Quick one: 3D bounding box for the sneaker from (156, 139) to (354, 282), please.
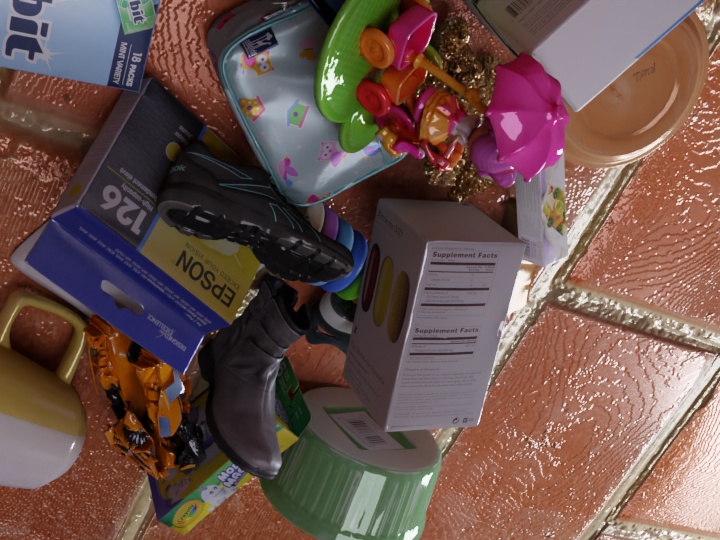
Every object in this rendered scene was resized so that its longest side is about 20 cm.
[{"bbox_3d":[-0.086,-0.052,0.940,0.200,0.079,0.075,26,146,-29],"label":"sneaker"}]

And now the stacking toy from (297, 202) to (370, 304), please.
[{"bbox_3d":[0.000,0.000,1.071,0.200,0.085,0.085,30,109,-30],"label":"stacking toy"}]

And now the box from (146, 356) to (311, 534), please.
[{"bbox_3d":[-0.147,0.182,1.127,0.200,0.117,0.048,-40,130,8],"label":"box"}]

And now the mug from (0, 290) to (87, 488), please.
[{"bbox_3d":[-0.345,0.136,1.014,0.186,0.150,0.153,-40,135,20],"label":"mug"}]

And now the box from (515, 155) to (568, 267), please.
[{"bbox_3d":[0.185,-0.102,1.062,0.039,0.041,0.201,-24,118,-32],"label":"box"}]

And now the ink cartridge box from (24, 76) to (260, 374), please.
[{"bbox_3d":[-0.175,-0.038,0.942,0.198,0.047,0.200,43,57,-37],"label":"ink cartridge box"}]

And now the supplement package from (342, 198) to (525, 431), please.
[{"bbox_3d":[0.067,0.042,1.011,0.109,0.114,0.201,0,113,-26],"label":"supplement package"}]

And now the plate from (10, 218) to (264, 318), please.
[{"bbox_3d":[-0.207,-0.012,1.029,0.200,0.032,0.200,-40,126,8],"label":"plate"}]

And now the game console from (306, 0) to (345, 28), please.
[{"bbox_3d":[-0.012,-0.315,0.823,0.171,0.118,0.200,-39,118,9],"label":"game console"}]

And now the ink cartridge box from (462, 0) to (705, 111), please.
[{"bbox_3d":[0.179,-0.253,0.901,0.145,0.200,0.084,-41,129,10],"label":"ink cartridge box"}]

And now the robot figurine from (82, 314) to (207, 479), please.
[{"bbox_3d":[-0.223,0.133,1.048,0.058,0.145,0.200,-40,146,-38],"label":"robot figurine"}]

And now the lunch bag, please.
[{"bbox_3d":[-0.040,-0.170,0.953,0.160,0.077,0.200,-25,127,-2],"label":"lunch bag"}]

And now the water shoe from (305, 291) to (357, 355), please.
[{"bbox_3d":[0.026,0.072,1.160,0.200,0.072,0.079,25,137,-30],"label":"water shoe"}]

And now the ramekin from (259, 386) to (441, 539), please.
[{"bbox_3d":[-0.005,0.216,1.157,0.199,0.200,0.098,12,110,-26],"label":"ramekin"}]

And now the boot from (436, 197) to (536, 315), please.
[{"bbox_3d":[0.110,-0.002,1.123,0.201,0.071,0.144,-6,121,-22],"label":"boot"}]

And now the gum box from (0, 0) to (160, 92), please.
[{"bbox_3d":[-0.264,-0.247,0.841,0.199,0.045,0.170,7,120,-25],"label":"gum box"}]

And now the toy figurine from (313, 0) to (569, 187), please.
[{"bbox_3d":[0.078,-0.127,0.834,0.150,0.184,0.200,-45,159,-29],"label":"toy figurine"}]

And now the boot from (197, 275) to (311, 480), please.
[{"bbox_3d":[-0.098,0.100,1.039,0.070,0.200,0.132,25,115,-41],"label":"boot"}]

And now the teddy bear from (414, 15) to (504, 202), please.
[{"bbox_3d":[0.103,-0.149,1.001,0.067,0.145,0.200,6,127,28],"label":"teddy bear"}]

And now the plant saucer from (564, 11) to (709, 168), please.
[{"bbox_3d":[0.277,-0.196,1.079,0.200,0.032,0.201,-10,125,-14],"label":"plant saucer"}]
